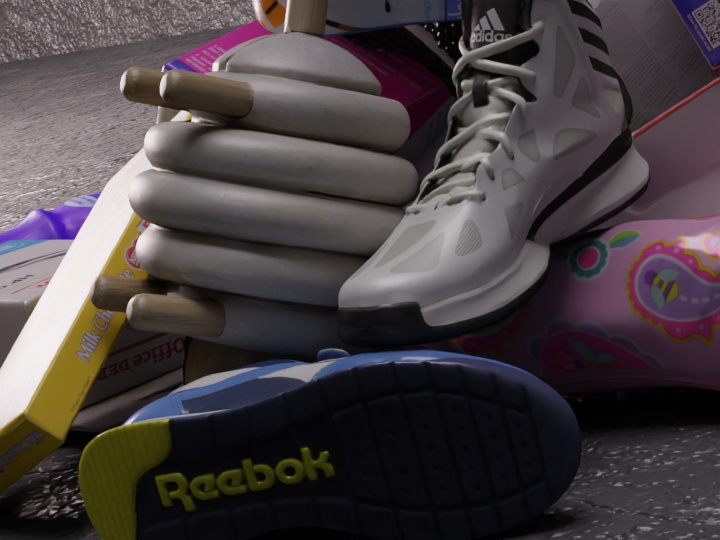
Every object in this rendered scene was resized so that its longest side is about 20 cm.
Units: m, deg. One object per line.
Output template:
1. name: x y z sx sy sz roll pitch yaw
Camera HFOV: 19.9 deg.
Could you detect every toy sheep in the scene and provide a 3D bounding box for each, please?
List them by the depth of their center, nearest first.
1. toy sheep: -0.038 -0.030 0.873 0.137 0.202 0.138 11 6 -1

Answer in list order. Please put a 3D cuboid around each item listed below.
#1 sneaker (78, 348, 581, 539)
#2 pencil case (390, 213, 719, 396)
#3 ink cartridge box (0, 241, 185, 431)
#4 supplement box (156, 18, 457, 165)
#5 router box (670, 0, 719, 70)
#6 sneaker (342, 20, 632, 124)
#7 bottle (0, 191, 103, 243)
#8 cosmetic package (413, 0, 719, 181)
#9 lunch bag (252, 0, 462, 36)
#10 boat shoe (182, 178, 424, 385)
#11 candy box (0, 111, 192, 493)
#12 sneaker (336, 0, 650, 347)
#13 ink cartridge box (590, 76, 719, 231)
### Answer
1. sneaker: -0.009 0.064 0.799 0.198 0.075 0.082 -6 11 20
2. pencil case: 0.105 0.020 0.881 0.198 0.088 0.087 -5 13 31
3. ink cartridge box: -0.159 0.030 1.073 0.199 0.067 0.115 0 16 44
4. supplement box: -0.007 -0.076 1.065 0.103 0.102 0.199 35 43 25
5. router box: 0.155 -0.196 1.001 0.049 0.201 0.179 -32 -6 20
6. sneaker: 0.061 -0.126 0.991 0.080 0.074 0.200 -32 54 -28
7. bottle: -0.159 -0.021 1.349 0.199 0.066 0.083 -17 14 -25
8. cosmetic package: 0.112 -0.082 1.054 0.200 0.083 0.051 -47 18 -25
9. lunch bag: 0.014 -0.182 0.959 0.159 0.076 0.201 -4 35 3
10. boat shoe: 0.000 0.000 0.974 0.199 0.067 0.057 -32 34 0
11. candy box: -0.124 0.013 0.939 0.102 0.026 0.201 -40 21 50
12. sneaker: 0.042 -0.053 0.824 0.075 0.116 0.200 -3 23 37
13. ink cartridge box: 0.196 -0.064 0.987 0.116 0.068 0.199 -34 -5 41
